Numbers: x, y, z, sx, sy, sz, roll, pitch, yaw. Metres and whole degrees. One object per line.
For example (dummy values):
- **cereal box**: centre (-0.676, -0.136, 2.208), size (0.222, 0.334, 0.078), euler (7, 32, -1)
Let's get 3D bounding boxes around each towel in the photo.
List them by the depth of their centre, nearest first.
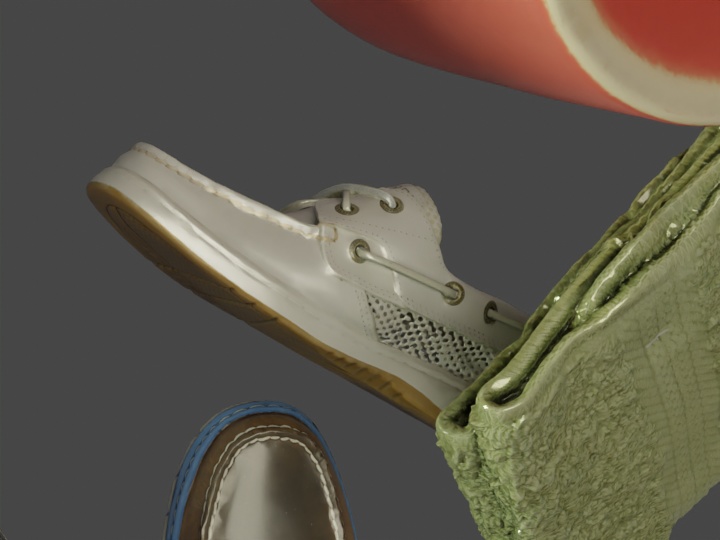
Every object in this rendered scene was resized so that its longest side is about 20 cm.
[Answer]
- **towel**: centre (0.094, 0.043, 0.816), size (0.036, 0.200, 0.148), euler (39, 76, 25)

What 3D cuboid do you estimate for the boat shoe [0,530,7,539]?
- **boat shoe**: centre (-0.143, 0.102, 0.791), size (0.075, 0.093, 0.200), euler (-43, 104, -9)

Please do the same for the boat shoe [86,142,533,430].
- **boat shoe**: centre (0.000, 0.000, 0.841), size (0.200, 0.071, 0.069), euler (31, 85, -25)

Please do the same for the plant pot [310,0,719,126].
- **plant pot**: centre (0.076, -0.138, 0.769), size (0.200, 0.177, 0.201), euler (-9, 114, -21)

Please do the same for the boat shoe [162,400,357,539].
- **boat shoe**: centre (-0.023, 0.146, 0.839), size (0.072, 0.072, 0.201), euler (-5, 96, -17)
